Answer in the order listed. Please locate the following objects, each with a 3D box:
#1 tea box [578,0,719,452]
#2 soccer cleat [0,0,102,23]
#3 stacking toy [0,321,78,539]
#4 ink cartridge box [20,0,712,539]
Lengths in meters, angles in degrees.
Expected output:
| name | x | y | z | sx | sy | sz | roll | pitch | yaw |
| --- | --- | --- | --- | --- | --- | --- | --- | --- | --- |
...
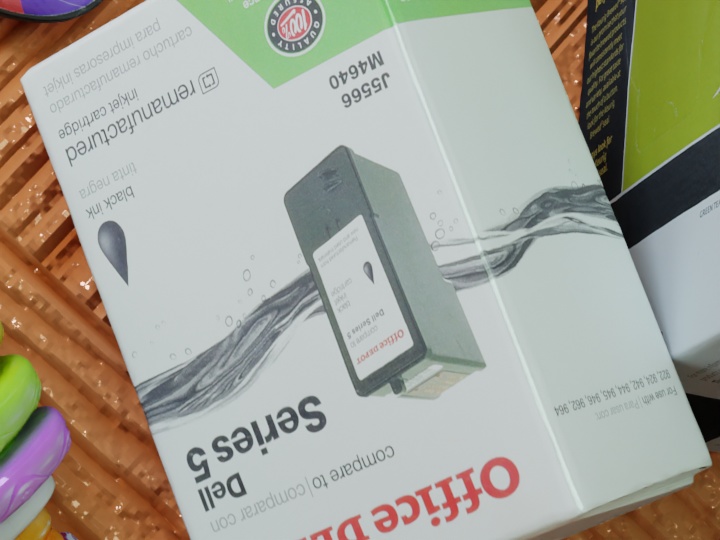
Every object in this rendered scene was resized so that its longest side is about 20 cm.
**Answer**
| name | x | y | z | sx | sy | sz | roll | pitch | yaw |
| --- | --- | --- | --- | --- | --- | --- | --- | --- | --- |
| tea box | 0.161 | -0.051 | 0.958 | 0.133 | 0.200 | 0.198 | 9 | 75 | -14 |
| soccer cleat | -0.155 | -0.160 | 0.956 | 0.200 | 0.073 | 0.068 | 44 | 69 | -3 |
| stacking toy | -0.134 | 0.052 | 0.908 | 0.110 | 0.116 | 0.200 | -42 | 103 | -18 |
| ink cartridge box | 0.000 | 0.000 | 0.919 | 0.084 | 0.145 | 0.201 | -11 | 78 | -55 |
